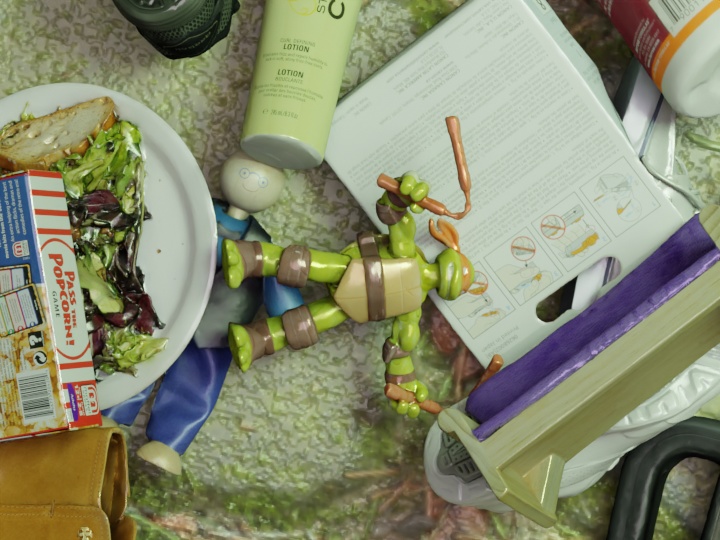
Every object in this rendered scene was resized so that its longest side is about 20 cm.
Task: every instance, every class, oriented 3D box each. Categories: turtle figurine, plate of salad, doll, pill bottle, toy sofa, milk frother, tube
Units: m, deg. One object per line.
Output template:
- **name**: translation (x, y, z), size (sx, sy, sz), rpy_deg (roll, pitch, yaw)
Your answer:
- **turtle figurine**: translation (0.000, 0.000, 1.434), size (0.161, 0.064, 0.201), rpy_deg (-6, 121, -8)
- **plate of salad**: translation (-0.182, -0.013, 1.446), size (0.199, 0.048, 0.201), rpy_deg (-1, 86, 15)
- **doll**: translation (-0.095, 0.020, 1.474), size (0.136, 0.048, 0.201), rpy_deg (23, 90, 4)
- **pill bottle**: translation (0.180, -0.199, 1.434), size (0.114, 0.114, 0.200), rpy_deg (-30, 67, -3)
- **toy sofa**: translation (0.141, 0.045, 1.373), size (0.200, 0.083, 0.098), rpy_deg (-38, 61, 10)
- **milk frother**: translation (0.232, 0.174, 1.424), size (0.180, 0.200, 0.189), rpy_deg (15, 89, 0)
- **tube**: translation (-0.030, -0.161, 1.463), size (0.058, 0.052, 0.201), rpy_deg (24, 67, -31)

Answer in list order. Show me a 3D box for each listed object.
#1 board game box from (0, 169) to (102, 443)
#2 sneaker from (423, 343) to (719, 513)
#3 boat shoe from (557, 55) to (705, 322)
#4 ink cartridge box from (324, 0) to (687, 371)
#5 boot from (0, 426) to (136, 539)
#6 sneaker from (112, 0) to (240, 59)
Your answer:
- **board game box**: translation (-0.260, 0.034, 1.423), size (0.199, 0.046, 0.152), rpy_deg (-10, 87, 19)
- **sneaker**: translation (0.139, 0.087, 1.466), size (0.199, 0.099, 0.078), rpy_deg (-25, 62, 16)
- **boat shoe**: translation (0.181, -0.032, 1.482), size (0.086, 0.075, 0.203), rpy_deg (13, 92, -4)
- **ink cartridge box**: translation (0.090, -0.056, 1.462), size (0.162, 0.050, 0.200), rpy_deg (-36, 96, 21)
- **boot**: translation (-0.206, 0.187, 1.434), size (0.143, 0.071, 0.202), rpy_deg (2, 82, 22)
- **sneaker**: translation (-0.131, -0.208, 1.467), size (0.076, 0.114, 0.200), rpy_deg (-26, 64, 1)
